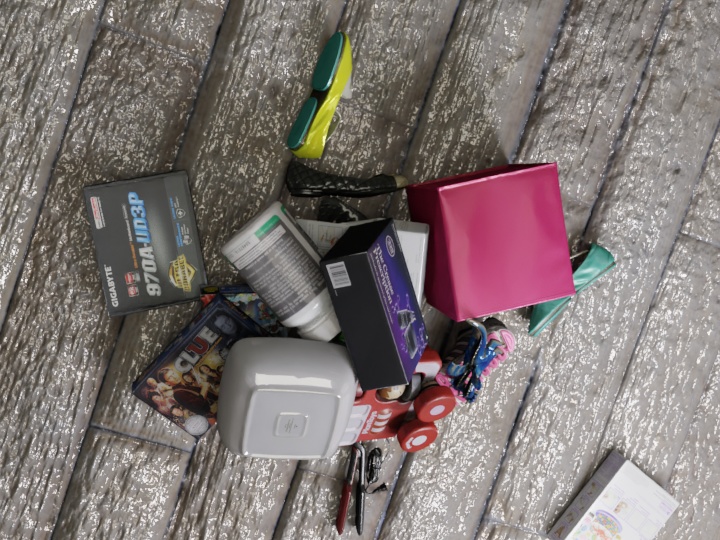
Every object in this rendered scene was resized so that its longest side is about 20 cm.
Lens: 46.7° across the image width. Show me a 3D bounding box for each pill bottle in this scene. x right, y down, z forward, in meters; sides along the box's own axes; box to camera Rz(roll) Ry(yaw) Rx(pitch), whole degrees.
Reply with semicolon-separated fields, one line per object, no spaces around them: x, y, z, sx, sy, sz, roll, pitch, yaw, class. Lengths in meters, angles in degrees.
-0.100;0.009;1.215;0.113;0.113;0.201;-40;99;-4;pill bottle

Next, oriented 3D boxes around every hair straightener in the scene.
0.010;0.351;1.413;0.076;0.041;0.203;8;92;-13;hair straightener

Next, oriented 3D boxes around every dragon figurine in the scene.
0.171;0.143;1.272;0.058;0.200;0.100;29;77;17;dragon figurine

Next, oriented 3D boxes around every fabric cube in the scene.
0.197;-0.052;1.308;0.194;0.200;0.202;-13;99;-9;fabric cube

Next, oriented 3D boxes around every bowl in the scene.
-0.103;0.197;1.197;0.197;0.075;0.202;6;121;-15;bowl

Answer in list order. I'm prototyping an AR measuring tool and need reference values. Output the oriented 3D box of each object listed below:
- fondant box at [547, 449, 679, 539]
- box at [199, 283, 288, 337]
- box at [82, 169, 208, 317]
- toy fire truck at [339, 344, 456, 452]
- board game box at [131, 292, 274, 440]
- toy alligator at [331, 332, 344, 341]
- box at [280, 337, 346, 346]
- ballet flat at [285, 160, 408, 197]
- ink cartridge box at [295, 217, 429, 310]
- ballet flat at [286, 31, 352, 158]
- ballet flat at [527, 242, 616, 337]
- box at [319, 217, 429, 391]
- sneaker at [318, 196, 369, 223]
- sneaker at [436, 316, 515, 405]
0.456;0.449;1.505;0.144;0.058;0.201;39;88;-14;fondant box
-0.182;0.119;1.310;0.135;0.040;0.202;-2;113;-11;box
-0.325;-0.043;1.277;0.157;0.046;0.203;-10;101;-11;box
0.044;0.203;1.311;0.166;0.113;0.201;-3;136;-25;toy fire truck
-0.232;0.148;1.270;0.135;0.035;0.200;40;100;-23;board game box
-0.031;0.140;1.358;0.054;0.059;0.201;35;92;-14;toy alligator
-0.107;0.196;1.292;0.156;0.051;0.201;7;122;-33;box
-0.019;-0.145;1.318;0.197;0.066;0.058;0;86;-13;ballet flat
0.000;0.000;1.281;0.197;0.057;0.165;9;112;11;ink cartridge box
-0.050;-0.267;1.301;0.067;0.067;0.202;19;97;-35;ballet flat
0.344;0.027;1.426;0.200;0.067;0.071;-41;79;-4;ballet flat
0.025;0.046;1.190;0.078;0.141;0.202;-12;109;20;box
0.016;-0.050;1.335;0.200;0.091;0.066;41;123;-7;sneaker
0.178;0.151;1.399;0.074;0.088;0.200;39;112;-12;sneaker
